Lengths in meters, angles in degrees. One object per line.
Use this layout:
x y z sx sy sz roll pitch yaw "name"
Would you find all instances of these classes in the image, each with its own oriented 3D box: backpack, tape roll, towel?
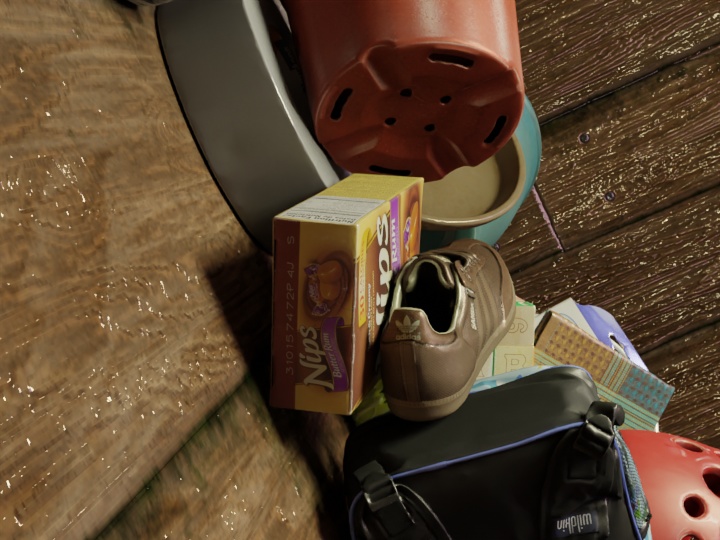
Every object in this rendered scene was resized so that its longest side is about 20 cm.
0.096 0.169 1.026 0.147 0.182 0.201 -92 163 -68 "backpack"
-0.071 -0.115 1.153 0.200 0.066 0.201 -24 90 -82 "tape roll"
0.156 0.150 1.314 0.146 0.201 0.022 31 -3 -24 "towel"

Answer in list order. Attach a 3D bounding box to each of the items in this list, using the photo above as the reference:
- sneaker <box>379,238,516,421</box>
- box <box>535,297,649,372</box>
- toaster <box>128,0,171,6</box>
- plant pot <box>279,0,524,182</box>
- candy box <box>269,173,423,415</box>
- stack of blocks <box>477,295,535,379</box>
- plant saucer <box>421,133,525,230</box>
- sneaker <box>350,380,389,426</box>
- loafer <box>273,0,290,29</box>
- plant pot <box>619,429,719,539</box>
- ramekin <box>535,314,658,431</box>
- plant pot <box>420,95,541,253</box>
0.059 0.015 1.037 0.200 0.070 0.076 -67 154 -59 "sneaker"
0.144 0.111 1.368 0.119 0.199 0.042 59 -14 18 "box"
-0.118 -0.256 1.025 0.201 0.129 0.114 66 9 3 "toaster"
0.030 -0.183 1.157 0.201 0.200 0.196 56 21 -51 "plant pot"
-0.005 0.009 1.028 0.200 0.056 0.117 -38 132 -71 "candy box"
0.082 0.117 1.173 0.115 0.058 0.201 -148 -120 -81 "stack of blocks"
0.043 -0.105 1.346 0.030 0.199 0.201 119 -35 -43 "plant saucer"
0.003 0.064 1.175 0.076 0.075 0.201 10 57 -34 "sneaker"
-0.079 -0.173 1.327 0.200 0.063 0.072 37 63 -67 "loafer"
0.199 0.214 1.220 0.182 0.201 0.201 22 22 -12 "plant pot"
0.158 0.150 1.429 0.105 0.199 0.201 91 -20 -68 "ramekin"
0.055 -0.080 1.479 0.201 0.199 0.188 63 25 -19 "plant pot"
